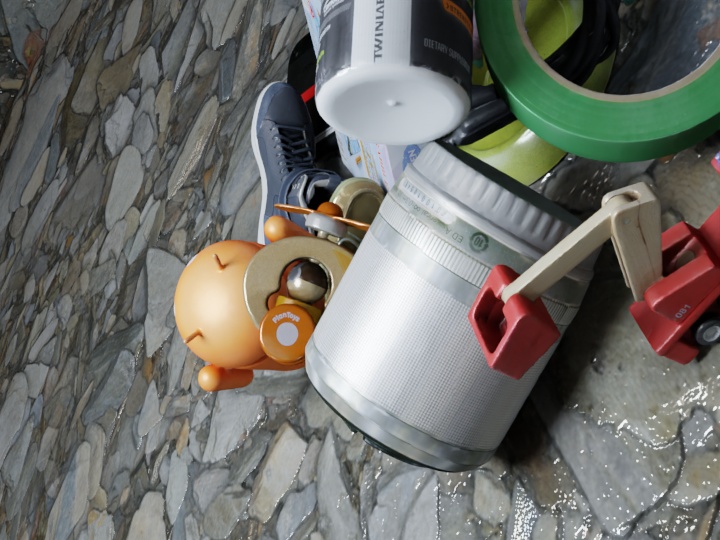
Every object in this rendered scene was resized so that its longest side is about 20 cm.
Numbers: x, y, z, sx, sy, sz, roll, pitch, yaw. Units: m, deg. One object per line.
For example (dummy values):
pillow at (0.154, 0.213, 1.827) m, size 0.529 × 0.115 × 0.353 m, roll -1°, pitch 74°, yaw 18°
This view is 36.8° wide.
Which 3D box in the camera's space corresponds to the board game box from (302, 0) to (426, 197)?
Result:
board game box at (0.009, -0.152, 0.980) m, size 0.041 × 0.202 × 0.200 m, roll -20°, pitch 34°, yaw -9°

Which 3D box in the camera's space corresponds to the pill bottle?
pill bottle at (0.025, -0.198, 0.738) m, size 0.106 × 0.105 × 0.203 m, roll -24°, pitch 57°, yaw 50°

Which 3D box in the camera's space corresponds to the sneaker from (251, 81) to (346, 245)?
sneaker at (-0.057, -0.112, 1.122) m, size 0.146 × 0.076 × 0.206 m, roll 160°, pitch 108°, yaw -64°

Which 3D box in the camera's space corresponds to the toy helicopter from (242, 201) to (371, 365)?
toy helicopter at (0.000, 0.000, 0.891) m, size 0.079 × 0.196 × 0.135 m, roll 98°, pitch 163°, yaw -83°

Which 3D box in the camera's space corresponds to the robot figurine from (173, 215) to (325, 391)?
robot figurine at (-0.094, 0.032, 1.002) m, size 0.143 × 0.199 × 0.118 m, roll -28°, pitch 73°, yaw 20°

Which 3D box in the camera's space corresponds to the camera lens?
camera lens at (0.063, 0.029, 0.779) m, size 0.202 × 0.158 × 0.160 m, roll -61°, pitch 30°, yaw 12°

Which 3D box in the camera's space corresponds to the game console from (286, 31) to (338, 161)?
game console at (-0.026, -0.215, 1.223) m, size 0.199 × 0.031 × 0.180 m, roll -27°, pitch 55°, yaw 51°

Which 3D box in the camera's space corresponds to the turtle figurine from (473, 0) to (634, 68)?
turtle figurine at (0.146, -0.260, 0.855) m, size 0.199 × 0.101 × 0.151 m, roll -34°, pitch 43°, yaw 16°

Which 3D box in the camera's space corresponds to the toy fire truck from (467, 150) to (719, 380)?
toy fire truck at (0.172, -0.009, 0.643) m, size 0.201 × 0.140 × 0.049 m, roll -53°, pitch 33°, yaw 24°

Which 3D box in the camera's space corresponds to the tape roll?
tape roll at (0.175, -0.175, 0.715) m, size 0.197 × 0.048 × 0.204 m, roll -2°, pitch 79°, yaw 12°

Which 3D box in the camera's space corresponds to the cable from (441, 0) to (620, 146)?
cable at (0.100, -0.196, 0.809) m, size 0.198 × 0.051 × 0.165 m, roll -28°, pitch 87°, yaw 23°

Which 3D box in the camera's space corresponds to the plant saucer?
plant saucer at (0.133, -0.164, 0.919) m, size 0.199 × 0.031 × 0.203 m, roll -37°, pitch 41°, yaw 42°

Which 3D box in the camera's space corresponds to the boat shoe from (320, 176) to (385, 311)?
boat shoe at (0.000, 0.022, 0.949) m, size 0.063 × 0.072 × 0.204 m, roll 23°, pitch 106°, yaw 60°
